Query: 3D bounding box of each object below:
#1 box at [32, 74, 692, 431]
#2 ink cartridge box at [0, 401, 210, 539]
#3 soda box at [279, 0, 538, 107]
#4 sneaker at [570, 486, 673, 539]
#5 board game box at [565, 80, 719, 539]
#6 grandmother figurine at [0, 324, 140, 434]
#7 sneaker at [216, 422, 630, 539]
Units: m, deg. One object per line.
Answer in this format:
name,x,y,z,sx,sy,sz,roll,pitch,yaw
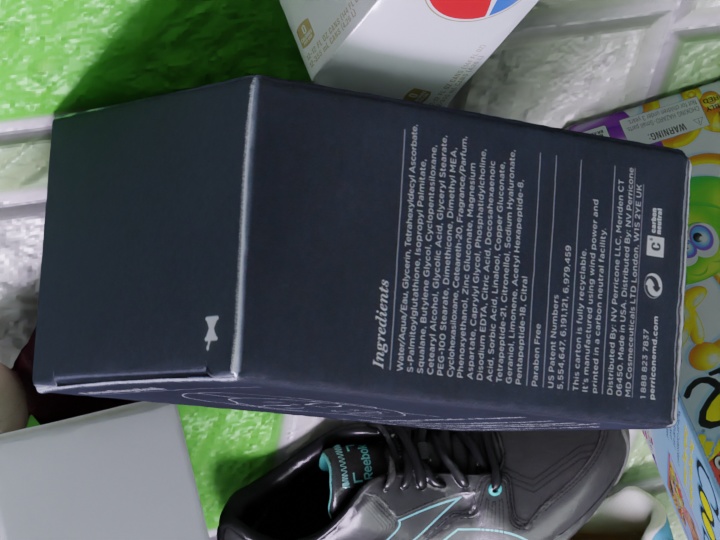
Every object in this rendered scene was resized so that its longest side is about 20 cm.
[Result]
box,0.000,0.000,1.054,0.199,0.108,0.148,7,173,-35
ink cartridge box,-0.107,0.155,1.182,0.083,0.145,0.200,-12,163,-11
soda box,0.050,-0.146,0.968,0.063,0.068,0.200,10,135,-37
sneaker,0.062,0.160,1.394,0.199,0.077,0.081,-17,137,-16
board game box,0.164,0.033,1.152,0.102,0.201,0.105,-17,146,-4
grandmother figurine,-0.095,0.037,1.154,0.199,0.061,0.122,-16,137,-11
sneaker,0.028,0.103,1.289,0.199,0.076,0.079,-23,143,4
